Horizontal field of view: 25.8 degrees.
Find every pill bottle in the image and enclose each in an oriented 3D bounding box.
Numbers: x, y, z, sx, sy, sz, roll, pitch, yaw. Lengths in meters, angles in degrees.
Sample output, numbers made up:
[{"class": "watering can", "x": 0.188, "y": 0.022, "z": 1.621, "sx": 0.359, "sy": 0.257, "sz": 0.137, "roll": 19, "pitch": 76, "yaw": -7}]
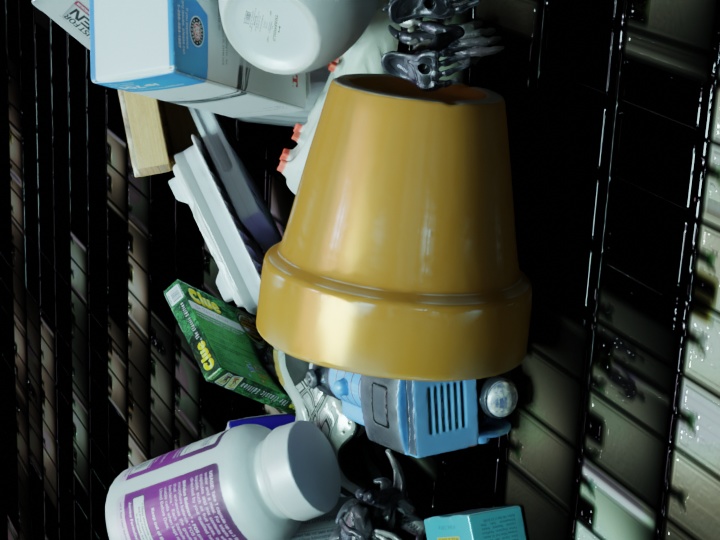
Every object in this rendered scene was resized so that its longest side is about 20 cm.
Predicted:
[{"class": "pill bottle", "x": -0.120, "y": 0.202, "z": 1.399, "sx": 0.199, "sy": 0.112, "sz": 0.113, "roll": -22, "pitch": 72, "yaw": 27}]

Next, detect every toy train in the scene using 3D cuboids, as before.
[{"class": "toy train", "x": 0.036, "y": 0.085, "z": 1.221, "sx": 0.199, "sy": 0.113, "sz": 0.088, "roll": 15, "pitch": 109, "yaw": 58}]

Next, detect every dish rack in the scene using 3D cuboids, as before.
[{"class": "dish rack", "x": -0.124, "y": -0.031, "z": 1.444, "sx": 0.200, "sy": 0.043, "sz": 0.173, "roll": 83, "pitch": 162, "yaw": -86}]

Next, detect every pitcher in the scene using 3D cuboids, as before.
[{"class": "pitcher", "x": -0.036, "y": -0.227, "z": 1.243, "sx": 0.173, "sy": 0.120, "sz": 0.201, "roll": 98, "pitch": -166, "yaw": -46}]

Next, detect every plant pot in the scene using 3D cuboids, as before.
[{"class": "plant pot", "x": 0.031, "y": -0.040, "z": 1.125, "sx": 0.200, "sy": 0.198, "sz": 0.185, "roll": 31, "pitch": 118, "yaw": 60}]

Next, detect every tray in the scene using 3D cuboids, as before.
[{"class": "tray", "x": -0.188, "y": -0.147, "z": 1.473, "sx": 0.200, "sy": 0.037, "sz": 0.100, "roll": -79, "pitch": -21, "yaw": -82}]

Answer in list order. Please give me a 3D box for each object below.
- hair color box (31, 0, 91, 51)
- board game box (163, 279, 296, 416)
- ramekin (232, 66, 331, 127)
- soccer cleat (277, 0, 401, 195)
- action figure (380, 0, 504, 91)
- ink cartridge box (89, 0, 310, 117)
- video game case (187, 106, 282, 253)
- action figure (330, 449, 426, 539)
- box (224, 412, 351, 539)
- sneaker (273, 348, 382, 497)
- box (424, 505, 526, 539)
[{"class": "hair color box", "x": -0.189, "y": -0.285, "z": 1.386, "sx": 0.200, "sy": 0.100, "sz": 0.061, "roll": -43, "pitch": 27, "yaw": 16}, {"class": "board game box", "x": -0.097, "y": 0.080, "z": 1.452, "sx": 0.023, "sy": 0.200, "sz": 0.105, "roll": -37, "pitch": 57, "yaw": 15}, {"class": "ramekin", "x": -0.084, "y": -0.228, "z": 1.451, "sx": 0.202, "sy": 0.093, "sz": 0.205, "roll": 174, "pitch": 90, "yaw": -65}, {"class": "soccer cleat", "x": 0.000, "y": -0.144, "z": 1.332, "sx": 0.201, "sy": 0.077, "sz": 0.069, "roll": -61, "pitch": 9, "yaw": 25}, {"class": "action figure", "x": 0.061, "y": -0.203, "z": 1.140, "sx": 0.201, "sy": 0.101, "sz": 0.120, "roll": -86, "pitch": -4, "yaw": -59}, {"class": "ink cartridge box", "x": -0.126, "y": -0.210, "z": 1.265, "sx": 0.085, "sy": 0.199, "sz": 0.148, "roll": -5, "pitch": 84, "yaw": 27}, {"class": "video game case", "x": -0.127, "y": -0.108, "z": 1.507, "sx": 0.200, "sy": 0.023, "sz": 0.183, "roll": 62, "pitch": -177, "yaw": -78}, {"class": "action figure", "x": 0.009, "y": 0.261, "z": 1.333, "sx": 0.201, "sy": 0.101, "sz": 0.119, "roll": -61, "pitch": -10, "yaw": -11}, {"class": "box", "x": -0.077, "y": 0.271, "z": 1.535, "sx": 0.201, "sy": 0.104, "sz": 0.185, "roll": 68, "pitch": 150, "yaw": 30}, {"class": "sneaker", "x": -0.021, "y": 0.110, "z": 1.416, "sx": 0.087, "sy": 0.075, "sz": 0.202, "roll": 7, "pitch": 115, "yaw": 36}, {"class": "box", "x": 0.101, "y": 0.286, "z": 1.212, "sx": 0.082, "sy": 0.049, "sz": 0.202, "roll": 155, "pitch": 108, "yaw": -64}]
